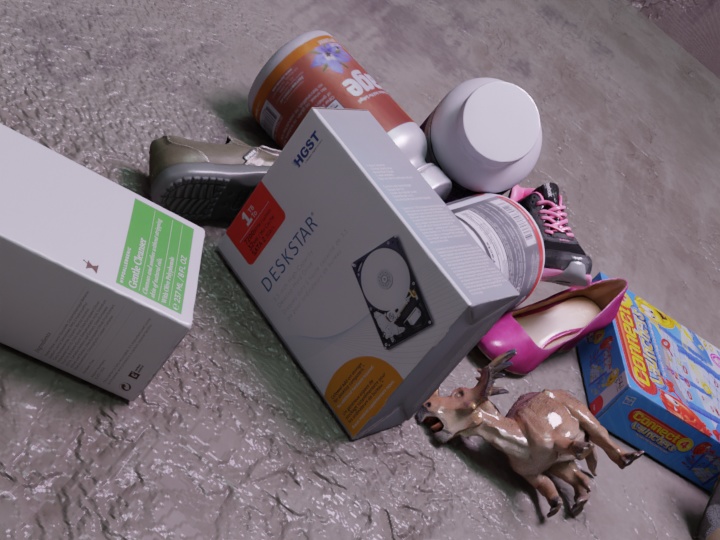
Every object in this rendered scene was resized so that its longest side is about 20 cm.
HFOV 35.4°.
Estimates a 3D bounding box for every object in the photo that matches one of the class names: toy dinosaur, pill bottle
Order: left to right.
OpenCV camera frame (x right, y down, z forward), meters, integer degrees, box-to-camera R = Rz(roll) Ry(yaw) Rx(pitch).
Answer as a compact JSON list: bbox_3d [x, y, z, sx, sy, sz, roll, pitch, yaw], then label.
[{"bbox_3d":[-0.008,-0.125,1.085,0.200,0.112,0.112,47,29,13],"label":"pill bottle"},{"bbox_3d":[0.080,-0.001,1.012,0.116,0.116,0.199,47,30,14],"label":"pill bottle"},{"bbox_3d":[0.115,-0.124,1.137,0.112,0.113,0.200,38,-12,-3],"label":"pill bottle"},{"bbox_3d":[0.153,0.130,0.959,0.199,0.086,0.136,11,32,-51],"label":"toy dinosaur"}]

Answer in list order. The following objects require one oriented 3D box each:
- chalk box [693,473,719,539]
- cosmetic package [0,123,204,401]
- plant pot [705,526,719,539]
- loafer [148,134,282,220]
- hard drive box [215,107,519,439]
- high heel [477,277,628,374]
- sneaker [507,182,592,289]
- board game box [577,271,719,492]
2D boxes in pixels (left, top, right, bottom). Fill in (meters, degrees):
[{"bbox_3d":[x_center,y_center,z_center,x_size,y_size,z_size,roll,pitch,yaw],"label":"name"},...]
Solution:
[{"bbox_3d":[0.422,0.189,1.038,0.123,0.202,0.124,13,13,-40],"label":"chalk box"},{"bbox_3d":[-0.208,-0.013,0.716,0.198,0.085,0.108,28,33,-23],"label":"cosmetic package"},{"bbox_3d":[0.332,0.283,0.877,0.186,0.188,0.200,36,16,-8],"label":"plant pot"},{"bbox_3d":[-0.097,-0.084,0.958,0.198,0.075,0.070,5,48,-47],"label":"loafer"},{"bbox_3d":[0.000,0.000,0.874,0.076,0.156,0.201,-7,52,-52],"label":"hard drive box"},{"bbox_3d":[0.190,0.046,1.099,0.199,0.096,0.068,3,45,-49],"label":"high heel"},{"bbox_3d":[0.186,-0.041,1.152,0.078,0.097,0.200,13,10,-16],"label":"sneaker"},{"bbox_3d":[0.323,0.121,1.195,0.194,0.056,0.201,31,30,-18],"label":"board game box"}]
